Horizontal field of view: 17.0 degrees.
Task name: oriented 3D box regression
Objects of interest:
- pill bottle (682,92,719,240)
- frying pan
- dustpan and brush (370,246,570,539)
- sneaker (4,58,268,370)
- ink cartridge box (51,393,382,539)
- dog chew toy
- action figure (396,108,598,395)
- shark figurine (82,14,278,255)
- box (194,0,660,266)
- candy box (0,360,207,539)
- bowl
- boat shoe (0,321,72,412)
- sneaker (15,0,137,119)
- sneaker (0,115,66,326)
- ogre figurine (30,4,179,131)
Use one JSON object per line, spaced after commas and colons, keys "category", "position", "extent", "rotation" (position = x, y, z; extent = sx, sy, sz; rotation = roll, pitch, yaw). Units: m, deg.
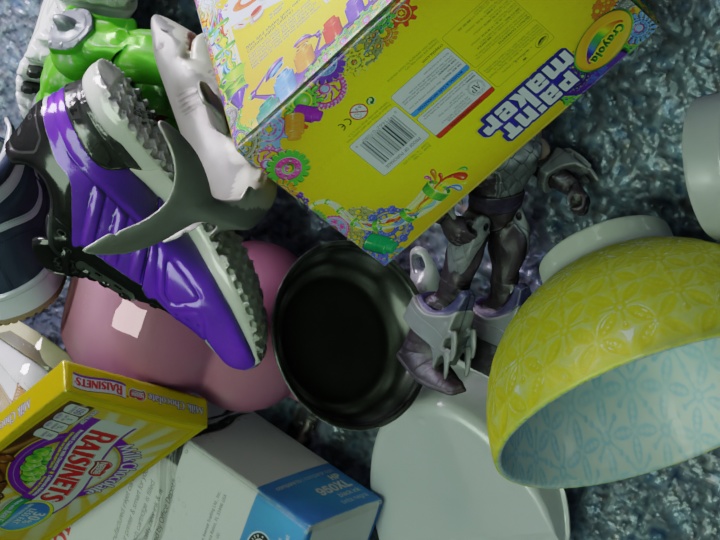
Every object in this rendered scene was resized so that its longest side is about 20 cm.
{"category": "pill bottle", "position": [0.280, -0.068, 1.289], "extent": [0.200, 0.112, 0.112], "rotation": [-9, 101, 29]}
{"category": "frying pan", "position": [-0.014, 0.003, 1.443], "extent": [0.031, 0.115, 0.190], "rotation": [-17, 80, 54]}
{"category": "dustpan and brush", "position": [0.054, 0.086, 1.492], "extent": [0.139, 0.057, 0.200], "rotation": [-8, 109, 36]}
{"category": "sneaker", "position": [-0.133, -0.017, 1.385], "extent": [0.099, 0.070, 0.200], "rotation": [-29, 106, 11]}
{"category": "ink cartridge box", "position": [-0.102, 0.164, 1.549], "extent": [0.200, 0.084, 0.145], "rotation": [32, 117, 28]}
{"category": "dog chew toy", "position": [-0.081, 0.032, 1.486], "extent": [0.200, 0.125, 0.125], "rotation": [15, 115, -11]}
{"category": "action figure", "position": [0.079, -0.028, 1.400], "extent": [0.069, 0.130, 0.200], "rotation": [36, 128, 49]}
{"category": "shark figurine", "position": [-0.085, -0.042, 1.285], "extent": [0.128, 0.215, 0.089], "rotation": [41, 110, -20]}
{"category": "box", "position": [0.027, -0.149, 1.306], "extent": [0.200, 0.193, 0.122], "rotation": [-41, 125, 17]}
{"category": "candy box", "position": [-0.191, 0.117, 1.483], "extent": [0.200, 0.102, 0.026], "rotation": [-37, 50, 42]}
{"category": "bowl", "position": [0.155, 0.034, 1.361], "extent": [0.200, 0.200, 0.108], "rotation": [-34, 61, 30]}
{"category": "boat shoe", "position": [-0.248, 0.062, 1.568], "extent": [0.075, 0.068, 0.200], "rotation": [40, 169, -30]}
{"category": "sneaker", "position": [-0.171, -0.168, 1.515], "extent": [0.075, 0.081, 0.200], "rotation": [11, 134, -11]}
{"category": "sneaker", "position": [-0.222, -0.056, 1.494], "extent": [0.070, 0.200, 0.109], "rotation": [-19, 115, 6]}
{"category": "ogre figurine", "position": [-0.139, -0.101, 1.456], "extent": [0.120, 0.200, 0.098], "rotation": [22, 87, -5]}
